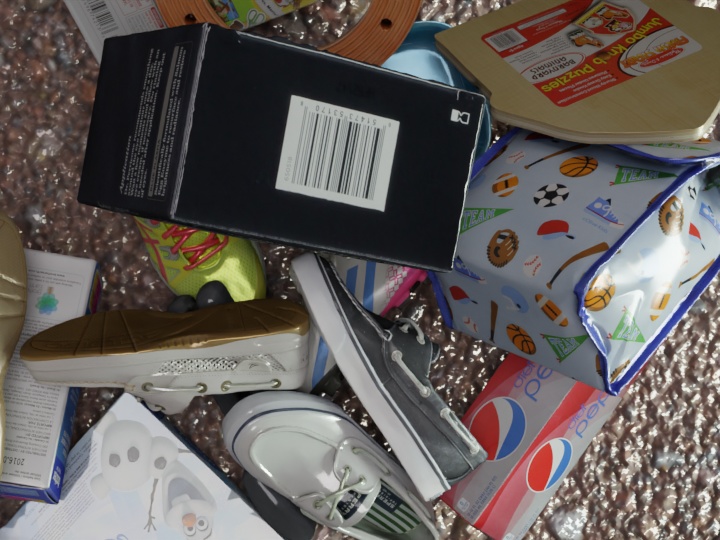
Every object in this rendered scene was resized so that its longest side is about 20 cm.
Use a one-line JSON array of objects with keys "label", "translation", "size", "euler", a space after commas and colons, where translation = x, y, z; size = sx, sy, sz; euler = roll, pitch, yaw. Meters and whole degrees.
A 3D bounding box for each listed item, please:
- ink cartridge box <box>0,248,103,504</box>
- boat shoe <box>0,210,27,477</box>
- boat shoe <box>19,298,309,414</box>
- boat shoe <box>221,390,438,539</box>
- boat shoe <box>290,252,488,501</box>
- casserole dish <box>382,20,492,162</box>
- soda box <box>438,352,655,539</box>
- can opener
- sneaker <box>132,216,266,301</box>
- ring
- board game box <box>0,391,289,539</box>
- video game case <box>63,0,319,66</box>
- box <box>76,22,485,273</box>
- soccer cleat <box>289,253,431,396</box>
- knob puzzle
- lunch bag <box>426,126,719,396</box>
[{"label": "ink cartridge box", "translation": [-0.270, 0.086, 0.995], "size": [0.134, 0.076, 0.203], "euler": [9, 70, -2]}, {"label": "boat shoe", "translation": [-0.269, 0.059, 0.922], "size": [0.064, 0.072, 0.203], "euler": [-3, 81, 36]}, {"label": "boat shoe", "translation": [-0.131, 0.068, 0.955], "size": [0.197, 0.071, 0.070], "euler": [-4, 115, -3]}, {"label": "boat shoe", "translation": [-0.010, 0.147, 0.987], "size": [0.199, 0.067, 0.074], "euler": [28, 108, -38]}, {"label": "boat shoe", "translation": [0.023, 0.064, 0.979], "size": [0.067, 0.072, 0.201], "euler": [-32, 99, 0]}, {"label": "casserole dish", "translation": [0.006, -0.112, 1.054], "size": [0.197, 0.039, 0.123], "euler": [-17, 90, -3]}, {"label": "soda box", "translation": [0.135, 0.101, 1.034], "size": [0.201, 0.070, 0.063], "euler": [-54, 135, -1]}, {"label": "can opener", "translation": [-0.078, 0.107, 1.017], "size": [0.053, 0.067, 0.202], "euler": [-23, 109, 17]}, {"label": "sneaker", "translation": [-0.137, -0.046, 1.021], "size": [0.078, 0.090, 0.201], "euler": [-35, 93, -4]}, {"label": "ring", "translation": [-0.051, -0.216, 0.977], "size": [0.197, 0.019, 0.203], "euler": [2, 124, 3]}, {"label": "board game box", "translation": [-0.167, 0.229, 1.042], "size": [0.199, 0.043, 0.200], "euler": [43, 88, 0]}, {"label": "video game case", "translation": [-0.145, -0.251, 0.984], "size": [0.180, 0.023, 0.202], "euler": [-18, 121, 15]}, {"label": "box", "translation": [-0.057, -0.077, 0.903], "size": [0.194, 0.199, 0.119], "euler": [11, 91, -28]}, {"label": "soccer cleat", "translation": [0.000, 0.000, 1.037], "size": [0.086, 0.070, 0.201], "euler": [39, 89, -3]}, {"label": "knob puzzle", "translation": [0.176, -0.140, 0.993], "size": [0.216, 0.221, 0.031], "euler": [-9, 132, -3]}, {"label": "lunch bag", "translation": [0.162, -0.038, 0.979], "size": [0.200, 0.169, 0.125], "euler": [-42, 131, -23]}]
